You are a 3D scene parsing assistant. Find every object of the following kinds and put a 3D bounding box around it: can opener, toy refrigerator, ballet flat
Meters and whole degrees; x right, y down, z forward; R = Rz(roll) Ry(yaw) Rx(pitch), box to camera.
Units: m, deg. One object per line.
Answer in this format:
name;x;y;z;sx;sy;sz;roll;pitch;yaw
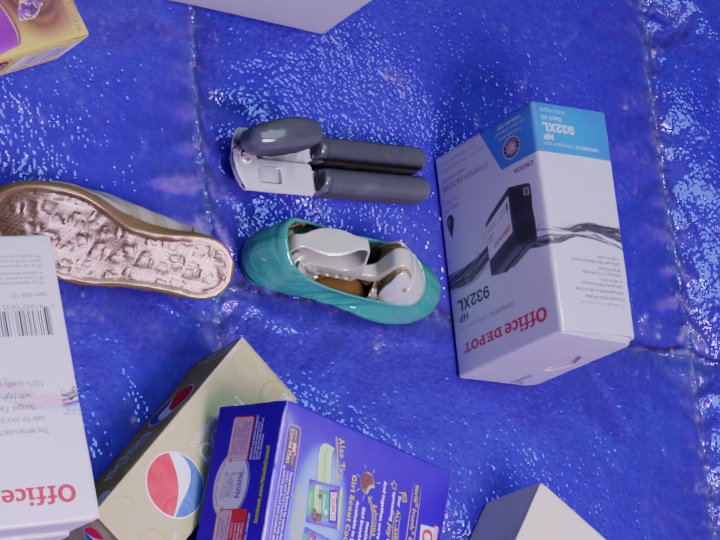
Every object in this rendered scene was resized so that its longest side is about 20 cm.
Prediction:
can opener;-0.018;-0.089;1.806;0.199;0.067;0.054;3;71;-36
toy refrigerator;0.183;0.269;1.811;0.200;0.076;0.070;42;53;-17
ballet flat;0.000;0.000;1.782;0.199;0.070;0.068;11;66;-34

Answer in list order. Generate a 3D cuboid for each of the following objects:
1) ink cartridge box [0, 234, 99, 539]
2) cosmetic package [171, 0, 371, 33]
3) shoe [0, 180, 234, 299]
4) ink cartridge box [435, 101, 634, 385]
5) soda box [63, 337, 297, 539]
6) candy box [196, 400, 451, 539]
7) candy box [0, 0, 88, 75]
ink cartridge box;-0.285;0.094;1.480;0.146;0.144;0.202;-1;73;-36
cosmetic package;-0.047;-0.316;1.786;0.165;0.200;0.169;8;68;-35
shoe;-0.193;-0.022;1.664;0.199;0.053;0.070;18;95;-26
ink cartridge box;0.144;-0.020;1.849;0.083;0.145;0.202;7;69;-34
soda box;-0.134;0.143;1.630;0.068;0.064;0.200;48;52;-11
candy box;-0.029;0.205;1.629;0.199;0.077;0.171;28;65;-44
candy box;-0.312;-0.195;1.634;0.199;0.056;0.117;-23;88;-39
